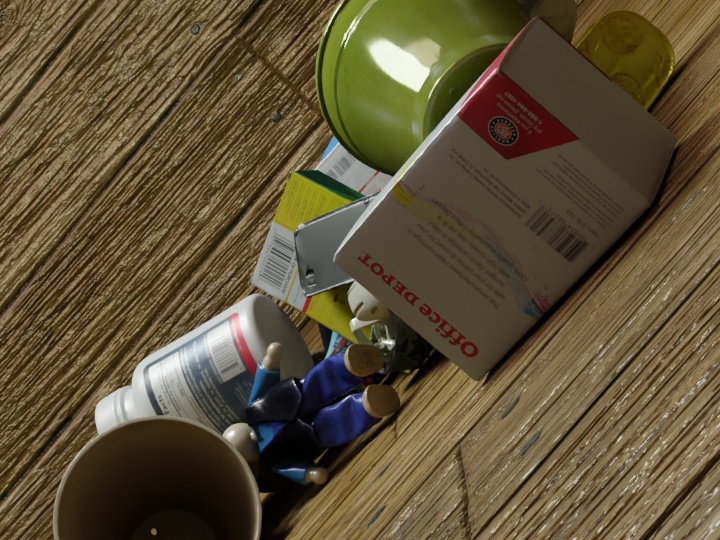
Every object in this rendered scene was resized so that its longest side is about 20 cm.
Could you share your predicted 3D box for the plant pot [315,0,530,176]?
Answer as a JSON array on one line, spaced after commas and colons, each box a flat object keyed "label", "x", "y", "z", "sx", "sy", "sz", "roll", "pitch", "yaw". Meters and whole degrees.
[{"label": "plant pot", "x": 0.083, "y": -0.145, "z": 1.495, "sx": 0.200, "sy": 0.200, "sz": 0.193, "roll": -49, "pitch": 26, "yaw": 5}]

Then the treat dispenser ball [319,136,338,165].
[{"label": "treat dispenser ball", "x": 0.053, "y": -0.080, "z": 1.880, "sx": 0.201, "sy": 0.201, "sz": 0.201, "roll": -49, "pitch": 3, "yaw": 4}]

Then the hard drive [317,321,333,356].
[{"label": "hard drive", "x": -0.015, "y": 0.049, "z": 1.949, "sx": 0.042, "sy": 0.135, "sz": 0.200, "roll": -13, "pitch": 9, "yaw": 8}]

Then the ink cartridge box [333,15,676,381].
[{"label": "ink cartridge box", "x": 0.106, "y": -0.053, "z": 1.320, "sx": 0.200, "sy": 0.145, "sz": 0.145, "roll": -47, "pitch": 4, "yaw": 28}]

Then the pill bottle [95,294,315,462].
[{"label": "pill bottle", "x": -0.153, "y": 0.120, "z": 1.762, "sx": 0.200, "sy": 0.120, "sz": 0.120, "roll": -30, "pitch": 9, "yaw": 16}]

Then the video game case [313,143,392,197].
[{"label": "video game case", "x": 0.058, "y": -0.071, "z": 1.755, "sx": 0.143, "sy": 0.200, "sz": 0.018, "roll": -47, "pitch": -19, "yaw": 19}]

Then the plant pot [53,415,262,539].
[{"label": "plant pot", "x": -0.184, "y": 0.254, "z": 1.705, "sx": 0.187, "sy": 0.187, "sz": 0.200, "roll": -50, "pitch": -11, "yaw": -16}]

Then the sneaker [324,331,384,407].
[{"label": "sneaker", "x": -0.001, "y": 0.103, "z": 1.799, "sx": 0.200, "sy": 0.079, "sz": 0.096, "roll": -57, "pitch": 15, "yaw": -5}]

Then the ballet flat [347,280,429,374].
[{"label": "ballet flat", "x": 0.022, "y": 0.035, "z": 1.592, "sx": 0.074, "sy": 0.074, "sz": 0.200, "roll": -51, "pitch": -26, "yaw": -24}]

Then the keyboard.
[{"label": "keyboard", "x": 0.022, "y": -0.019, "z": 1.684, "sx": 0.200, "sy": 0.104, "sz": 0.040, "roll": -20, "pitch": -21, "yaw": 40}]

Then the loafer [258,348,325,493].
[{"label": "loafer", "x": -0.076, "y": 0.163, "z": 1.946, "sx": 0.067, "sy": 0.076, "sz": 0.200, "roll": -37, "pitch": 12, "yaw": 47}]

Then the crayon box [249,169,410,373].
[{"label": "crayon box", "x": 0.000, "y": 0.000, "z": 1.747, "sx": 0.051, "sy": 0.200, "sz": 0.127, "roll": -6, "pitch": -58, "yaw": -59}]

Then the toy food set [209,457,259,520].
[{"label": "toy food set", "x": -0.148, "y": 0.200, "z": 1.889, "sx": 0.198, "sy": 0.049, "sz": 0.200, "roll": 119, "pitch": 151, "yaw": -54}]

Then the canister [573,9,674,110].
[{"label": "canister", "x": 0.199, "y": -0.146, "z": 1.693, "sx": 0.149, "sy": 0.087, "sz": 0.200, "roll": -52, "pitch": 2, "yaw": -17}]

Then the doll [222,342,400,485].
[{"label": "doll", "x": -0.055, "y": 0.129, "z": 1.646, "sx": 0.200, "sy": 0.137, "sz": 0.048, "roll": -31, "pitch": -12, "yaw": 39}]

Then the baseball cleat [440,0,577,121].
[{"label": "baseball cleat", "x": 0.133, "y": -0.199, "z": 1.638, "sx": 0.200, "sy": 0.106, "sz": 0.070, "roll": -63, "pitch": 19, "yaw": 5}]
